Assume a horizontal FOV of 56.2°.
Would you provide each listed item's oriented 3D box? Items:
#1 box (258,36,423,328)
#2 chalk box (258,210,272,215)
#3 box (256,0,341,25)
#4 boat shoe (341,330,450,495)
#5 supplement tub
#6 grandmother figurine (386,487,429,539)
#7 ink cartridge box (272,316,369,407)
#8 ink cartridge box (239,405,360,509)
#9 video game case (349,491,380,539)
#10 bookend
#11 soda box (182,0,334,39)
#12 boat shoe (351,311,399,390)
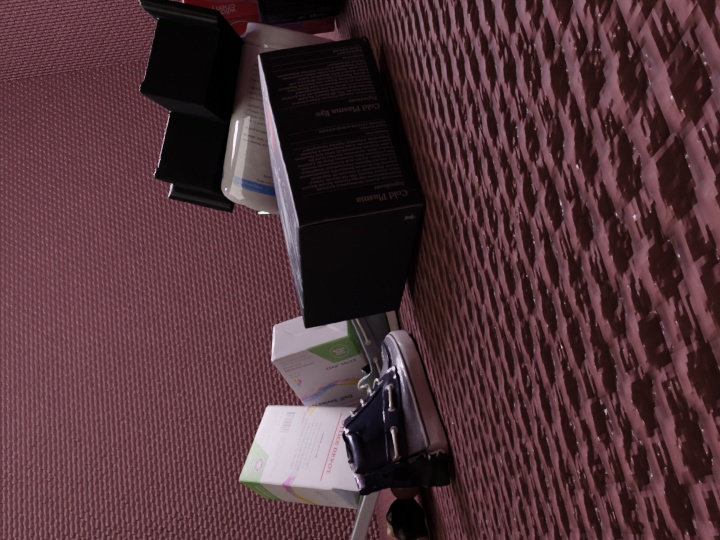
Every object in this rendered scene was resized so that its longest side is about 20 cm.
[{"bbox_3d":[-0.024,-0.074,0.634,0.200,0.103,0.183,95,161,-62],"label":"box"},{"bbox_3d":[-0.111,-0.178,0.959,0.124,0.123,0.202,2,87,52],"label":"chalk box"},{"bbox_3d":[-0.080,-0.386,0.748,0.200,0.103,0.149,150,111,-85],"label":"box"},{"bbox_3d":[0.022,0.135,0.679,0.200,0.092,0.075,-108,9,-59],"label":"boat shoe"},{"bbox_3d":[-0.088,-0.176,0.798,0.132,0.131,0.202,-113,35,-71],"label":"supplement tub"},{"bbox_3d":[0.065,0.342,0.876,0.121,0.060,0.202,-13,83,58],"label":"grandmother figurine"},{"bbox_3d":[-0.033,0.147,0.967,0.068,0.116,0.201,-97,-16,-47],"label":"ink cartridge box"},{"bbox_3d":[-0.052,0.248,0.904,0.067,0.199,0.118,52,-135,-39],"label":"ink cartridge box"},{"bbox_3d":[0.016,0.274,0.878,0.200,0.018,0.144,-63,-11,-71],"label":"video game case"},{"bbox_3d":[-0.200,-0.183,0.801,0.199,0.091,0.202,-7,-70,-84],"label":"bookend"},{"bbox_3d":[-0.136,-0.357,0.914,0.063,0.198,0.071,99,160,-73],"label":"soda box"},{"bbox_3d":[0.023,0.124,0.838,0.073,0.061,0.202,-147,47,-81],"label":"boat shoe"}]
